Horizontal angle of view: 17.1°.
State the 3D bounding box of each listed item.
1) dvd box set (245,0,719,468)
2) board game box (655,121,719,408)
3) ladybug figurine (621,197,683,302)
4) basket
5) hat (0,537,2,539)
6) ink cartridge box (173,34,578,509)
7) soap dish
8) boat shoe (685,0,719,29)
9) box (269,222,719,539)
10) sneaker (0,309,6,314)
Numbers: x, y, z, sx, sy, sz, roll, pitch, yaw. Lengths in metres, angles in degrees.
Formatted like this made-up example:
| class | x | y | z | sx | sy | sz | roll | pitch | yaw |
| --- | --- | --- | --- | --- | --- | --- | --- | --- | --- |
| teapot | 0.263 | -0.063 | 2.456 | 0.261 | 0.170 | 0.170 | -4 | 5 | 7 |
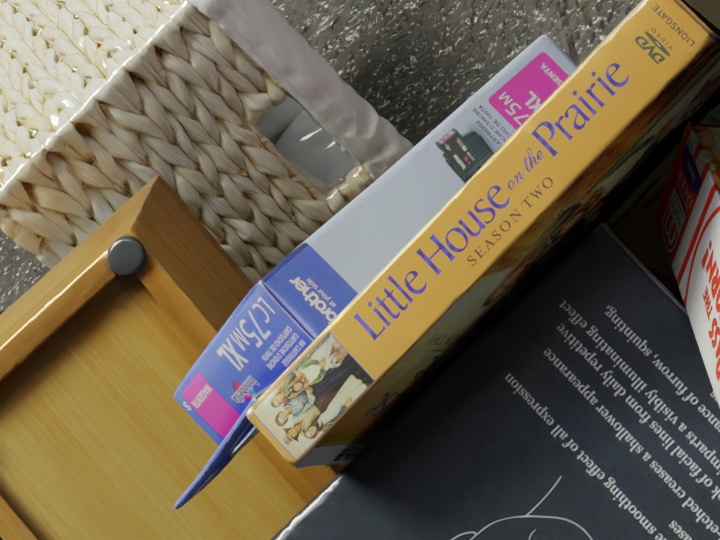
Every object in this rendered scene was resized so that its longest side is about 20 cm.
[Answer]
| class | x | y | z | sx | sy | sz | roll | pitch | yaw |
| --- | --- | --- | --- | --- | --- | --- | --- | --- | --- |
| dvd box set | 0.057 | -0.011 | 0.844 | 0.200 | 0.146 | 0.029 | -46 | 76 | 10 |
| board game box | 0.212 | 0.020 | 0.790 | 0.152 | 0.199 | 0.046 | -99 | 18 | -50 |
| ladybug figurine | 0.087 | 0.007 | 0.989 | 0.136 | 0.072 | 0.200 | -25 | -16 | -50 |
| basket | -0.086 | -0.062 | 1.156 | 0.161 | 0.198 | 0.200 | -46 | 33 | 0 |
| hat | -0.168 | 0.104 | 1.182 | 0.200 | 0.081 | 0.201 | -28 | 38 | 24 |
| ink cartridge box | 0.000 | 0.000 | 0.915 | 0.200 | 0.042 | 0.119 | -45 | -3 | -30 |
| soap dish | -0.084 | 0.085 | 1.021 | 0.157 | 0.200 | 0.081 | -41 | -5 | 7 |
| boat shoe | 0.194 | -0.054 | 0.926 | 0.072 | 0.068 | 0.200 | -39 | 78 | 14 |
| box | 0.071 | 0.109 | 0.853 | 0.200 | 0.107 | 0.148 | -43 | 76 | 3 |
| sneaker | -0.248 | 0.063 | 1.322 | 0.200 | 0.060 | 0.104 | -41 | 40 | 13 |
